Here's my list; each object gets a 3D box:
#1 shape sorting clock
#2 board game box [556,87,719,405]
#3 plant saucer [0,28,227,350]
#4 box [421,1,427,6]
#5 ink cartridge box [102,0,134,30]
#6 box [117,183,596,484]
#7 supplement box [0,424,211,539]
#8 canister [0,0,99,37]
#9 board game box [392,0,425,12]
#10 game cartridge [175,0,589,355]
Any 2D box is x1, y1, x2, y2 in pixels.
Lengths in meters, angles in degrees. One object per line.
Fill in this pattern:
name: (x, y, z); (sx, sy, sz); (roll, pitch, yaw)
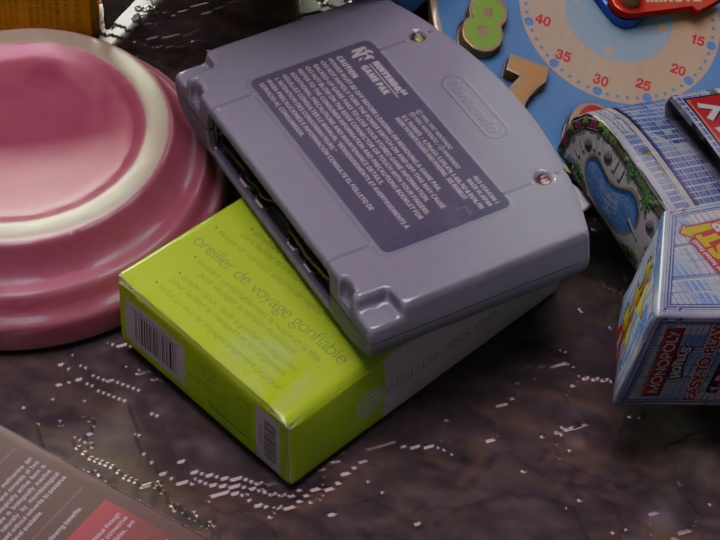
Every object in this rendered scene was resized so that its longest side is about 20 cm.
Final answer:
shape sorting clock: (0.131, -0.130, 1.217); (0.198, 0.039, 0.201); (6, 59, -10)
board game box: (0.182, -0.013, 1.090); (0.199, 0.062, 0.201); (-9, 50, -27)
plant saucer: (-0.165, -0.051, 1.173); (0.199, 0.051, 0.201); (-1, 46, 1)
box: (0.050, -0.236, 1.237); (0.075, 0.201, 0.050); (-23, 49, -40)
ink cartridge box: (-0.104, -0.253, 1.261); (0.043, 0.201, 0.174); (25, 51, 21)
box: (0.000, 0.000, 1.125); (0.199, 0.048, 0.122); (-34, 56, -29)
supplement box: (-0.122, 0.144, 0.980); (0.199, 0.061, 0.109); (26, 51, 22)
canister: (-0.236, -0.179, 1.231); (0.198, 0.149, 0.087); (-2, 46, -4)
board game box: (-0.041, -0.223, 1.151); (0.040, 0.200, 0.153); (-41, 58, 6)
game cartridge: (0.014, -0.050, 1.116); (0.132, 0.041, 0.200); (-23, 48, -16)
